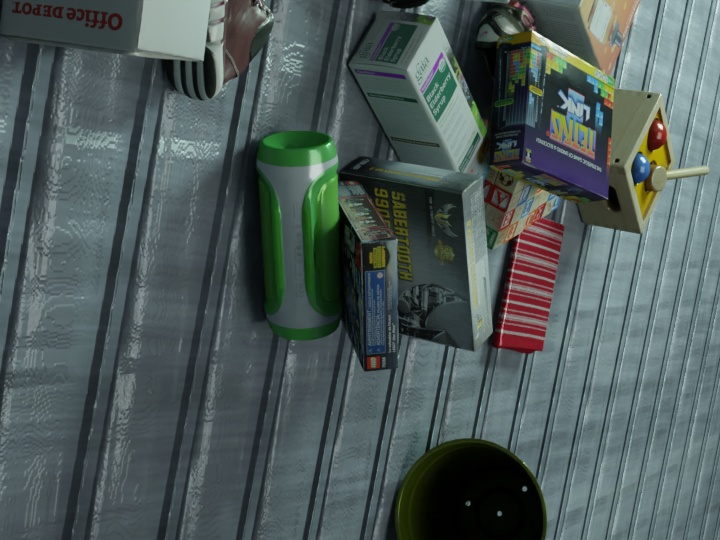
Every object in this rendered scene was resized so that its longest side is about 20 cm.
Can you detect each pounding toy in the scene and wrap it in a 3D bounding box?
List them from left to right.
[{"bbox_3d":[0.435,-0.165,1.945,0.185,0.141,0.200,-59,143,-26],"label":"pounding toy"}]

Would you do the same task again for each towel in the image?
[{"bbox_3d":[0.244,0.021,1.823,0.144,0.022,0.202,11,90,-56],"label":"towel"}]

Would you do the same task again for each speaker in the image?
[{"bbox_3d":[-0.061,-0.035,1.261,0.088,0.088,0.201,-29,125,-50],"label":"speaker"}]

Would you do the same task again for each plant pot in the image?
[{"bbox_3d":[0.168,0.330,1.674,0.193,0.199,0.202,27,77,-70],"label":"plant pot"}]

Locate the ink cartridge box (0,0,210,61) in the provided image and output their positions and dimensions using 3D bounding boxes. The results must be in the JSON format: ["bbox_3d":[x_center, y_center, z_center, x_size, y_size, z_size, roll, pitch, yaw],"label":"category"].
[{"bbox_3d":[-0.183,-0.263,0.931,0.084,0.145,0.202,-5,105,-58],"label":"ink cartridge box"}]

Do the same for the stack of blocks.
[{"bbox_3d":[0.216,-0.117,1.663,0.200,0.058,0.116,-30,144,-51],"label":"stack of blocks"}]

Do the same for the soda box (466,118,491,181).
[{"bbox_3d":[0.096,-0.092,1.506,0.201,0.063,0.069,-62,150,-22],"label":"soda box"}]

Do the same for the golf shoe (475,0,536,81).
[{"bbox_3d":[0.203,-0.259,1.619,0.092,0.072,0.200,-57,134,-19],"label":"golf shoe"}]

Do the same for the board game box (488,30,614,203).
[{"bbox_3d":[0.243,-0.188,1.561,0.199,0.056,0.167,15,75,-47],"label":"board game box"}]

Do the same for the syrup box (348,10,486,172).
[{"bbox_3d":[0.068,-0.195,1.413,0.079,0.081,0.200,-62,146,-23],"label":"syrup box"}]

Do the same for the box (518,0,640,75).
[{"bbox_3d":[0.287,-0.366,1.649,0.153,0.106,0.200,-67,153,-12],"label":"box"}]

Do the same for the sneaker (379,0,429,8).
[{"bbox_3d":[0.016,-0.355,1.297,0.200,0.075,0.082,41,53,-57],"label":"sneaker"}]

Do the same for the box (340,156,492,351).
[{"bbox_3d":[0.064,-0.019,1.395,0.048,0.158,0.201,-39,133,-44],"label":"box"}]

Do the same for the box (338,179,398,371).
[{"bbox_3d":[0.000,0.000,1.293,0.040,0.200,0.138,-5,111,-10],"label":"box"}]

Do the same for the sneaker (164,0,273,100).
[{"bbox_3d":[-0.123,-0.260,1.108,0.115,0.075,0.201,-38,142,-52],"label":"sneaker"}]

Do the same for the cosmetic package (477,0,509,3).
[{"bbox_3d":[0.102,-0.392,1.371,0.081,0.112,0.200,-63,148,-22],"label":"cosmetic package"}]
